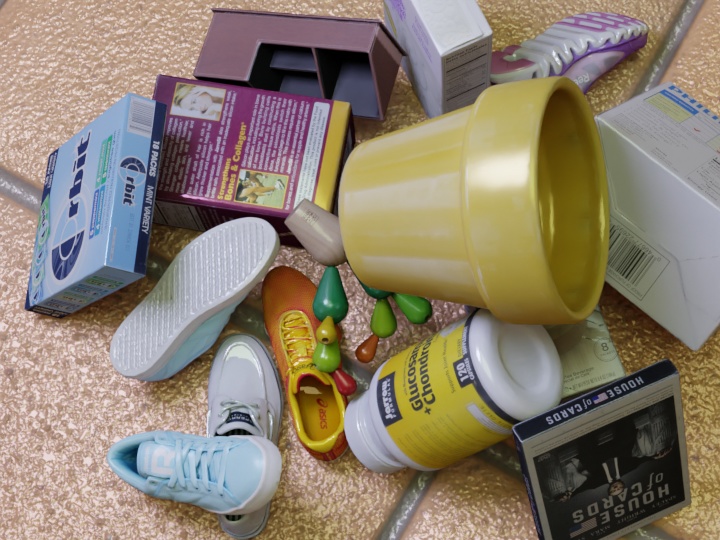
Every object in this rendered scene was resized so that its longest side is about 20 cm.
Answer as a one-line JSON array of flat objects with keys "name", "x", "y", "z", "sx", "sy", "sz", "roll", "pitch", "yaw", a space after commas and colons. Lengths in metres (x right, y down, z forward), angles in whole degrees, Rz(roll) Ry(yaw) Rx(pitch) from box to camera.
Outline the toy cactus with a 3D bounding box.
[{"name": "toy cactus", "x": 0.000, "y": 0.000, "z": 1.319, "sx": 0.165, "sy": 0.102, "sz": 0.200, "roll": 40, "pitch": 89, "yaw": -9}]

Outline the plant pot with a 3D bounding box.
[{"name": "plant pot", "x": 0.093, "y": -0.053, "z": 1.196, "sx": 0.188, "sy": 0.201, "sz": 0.202, "roll": -4, "pitch": 70, "yaw": 27}]

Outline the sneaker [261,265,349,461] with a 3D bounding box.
[{"name": "sneaker", "x": -0.048, "y": 0.082, "z": 1.366, "sx": 0.073, "sy": 0.077, "sz": 0.201, "roll": -19, "pitch": 70, "yaw": -2}]

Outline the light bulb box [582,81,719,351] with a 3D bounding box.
[{"name": "light bulb box", "x": 0.298, "y": -0.058, "z": 1.320, "sx": 0.198, "sy": 0.200, "sz": 0.125, "roll": 40, "pitch": 121, "yaw": 14}]

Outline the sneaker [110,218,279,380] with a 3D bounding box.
[{"name": "sneaker", "x": -0.152, "y": 0.029, "z": 1.367, "sx": 0.200, "sy": 0.082, "sz": 0.074, "roll": -40, "pitch": 70, "yaw": 6}]

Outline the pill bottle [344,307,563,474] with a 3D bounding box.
[{"name": "pill bottle", "x": 0.078, "y": 0.115, "z": 1.284, "sx": 0.112, "sy": 0.200, "sz": 0.112, "roll": 24, "pitch": 50, "yaw": -33}]

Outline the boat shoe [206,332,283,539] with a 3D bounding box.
[{"name": "boat shoe", "x": -0.109, "y": 0.151, "z": 1.349, "sx": 0.073, "sy": 0.067, "sz": 0.201, "roll": -6, "pitch": 71, "yaw": 0}]

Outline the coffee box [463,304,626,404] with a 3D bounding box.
[{"name": "coffee box", "x": 0.164, "y": 0.038, "z": 1.368, "sx": 0.114, "sy": 0.080, "sz": 0.201, "roll": -19, "pitch": 72, "yaw": -4}]

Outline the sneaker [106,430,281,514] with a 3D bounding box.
[{"name": "sneaker", "x": -0.157, "y": 0.181, "z": 1.279, "sx": 0.200, "sy": 0.082, "sz": 0.074, "roll": -9, "pitch": 75, "yaw": 45}]

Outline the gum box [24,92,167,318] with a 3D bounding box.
[{"name": "gum box", "x": -0.256, "y": -0.057, "z": 1.364, "sx": 0.044, "sy": 0.200, "sz": 0.171, "roll": 15, "pitch": 70, "yaw": -30}]

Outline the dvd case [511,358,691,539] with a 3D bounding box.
[{"name": "dvd case", "x": 0.219, "y": 0.176, "z": 1.264, "sx": 0.150, "sy": 0.200, "sz": 0.025, "roll": -23, "pitch": 44, "yaw": -5}]

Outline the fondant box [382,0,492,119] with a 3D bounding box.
[{"name": "fondant box", "x": 0.073, "y": -0.234, "z": 1.399, "sx": 0.058, "sy": 0.200, "sz": 0.145, "roll": -24, "pitch": 72, "yaw": -6}]

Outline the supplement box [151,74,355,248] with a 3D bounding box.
[{"name": "supplement box", "x": -0.114, "y": -0.105, "z": 1.415, "sx": 0.199, "sy": 0.103, "sz": 0.131, "roll": 10, "pitch": 74, "yaw": 5}]

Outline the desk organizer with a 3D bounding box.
[{"name": "desk organizer", "x": -0.063, "y": -0.208, "z": 1.432, "sx": 0.199, "sy": 0.072, "sz": 0.077, "roll": 9, "pitch": 74, "yaw": 28}]

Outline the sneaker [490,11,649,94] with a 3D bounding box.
[{"name": "sneaker", "x": 0.212, "y": -0.202, "z": 1.453, "sx": 0.200, "sy": 0.089, "sz": 0.080, "roll": -26, "pitch": 30, "yaw": -25}]
